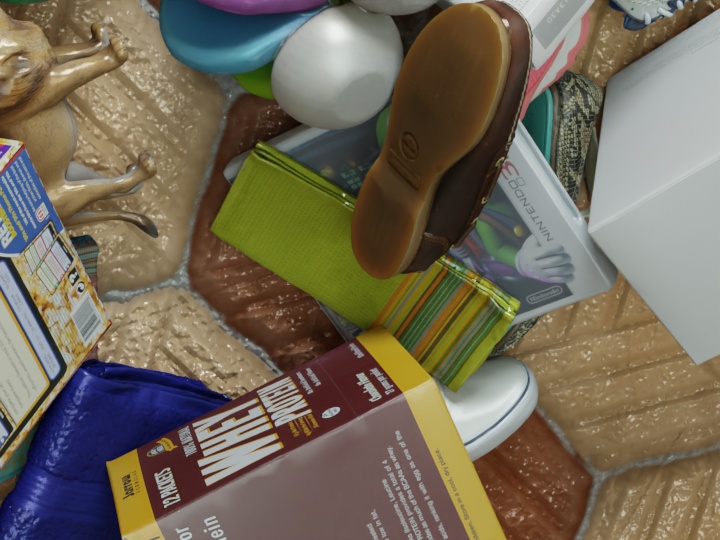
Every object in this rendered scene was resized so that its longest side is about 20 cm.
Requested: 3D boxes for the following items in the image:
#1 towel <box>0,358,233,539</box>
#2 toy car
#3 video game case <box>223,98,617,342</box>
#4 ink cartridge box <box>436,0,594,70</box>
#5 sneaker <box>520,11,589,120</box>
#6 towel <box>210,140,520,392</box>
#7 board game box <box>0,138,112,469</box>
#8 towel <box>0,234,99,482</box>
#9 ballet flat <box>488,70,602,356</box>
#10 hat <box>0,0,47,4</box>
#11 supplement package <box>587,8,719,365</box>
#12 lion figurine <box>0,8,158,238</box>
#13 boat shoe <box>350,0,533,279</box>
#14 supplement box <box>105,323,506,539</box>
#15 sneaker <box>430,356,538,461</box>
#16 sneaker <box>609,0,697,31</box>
[{"bbox_3d":[-0.179,0.155,1.056,0.147,0.049,0.201,20,99,-49],"label":"towel"},{"bbox_3d":[-0.047,-0.188,0.919,0.150,0.175,0.200,-3,136,-41],"label":"toy car"},{"bbox_3d":[0.036,-0.031,1.030,0.200,0.023,0.182,-22,113,34],"label":"video game case"},{"bbox_3d":[0.083,-0.234,0.975,0.161,0.200,0.050,-51,142,1],"label":"ink cartridge box"},{"bbox_3d":[0.068,-0.100,1.024,0.074,0.087,0.201,33,110,24],"label":"sneaker"},{"bbox_3d":[0.000,0.000,1.037,0.200,0.018,0.086,32,126,0],"label":"towel"},{"bbox_3d":[-0.235,0.045,0.909,0.200,0.046,0.152,-56,143,-35],"label":"board game box"},{"bbox_3d":[-0.231,0.066,0.990,0.022,0.200,0.147,12,109,31],"label":"towel"},{"bbox_3d":[0.130,-0.036,1.091,0.075,0.068,0.201,3,104,-34],"label":"ballet flat"},{"bbox_3d":[-0.148,-0.249,0.990,0.199,0.176,0.166,5,100,30],"label":"hat"},{"bbox_3d":[0.229,-0.062,1.013,0.120,0.200,0.121,-31,112,28],"label":"supplement package"},{"bbox_3d":[-0.196,-0.081,0.971,0.122,0.072,0.201,-24,126,-17],"label":"lion figurine"},{"bbox_3d":[0.054,-0.078,0.934,0.070,0.070,0.200,-17,149,-36],"label":"boat shoe"},{"bbox_3d":[-0.022,0.175,0.991,0.199,0.133,0.198,-27,107,-6],"label":"supplement box"},{"bbox_3d":[0.022,0.098,1.082,0.199,0.073,0.071,-21,134,0],"label":"sneaker"},{"bbox_3d":[0.199,-0.203,1.058,0.199,0.077,0.086,3,115,-5],"label":"sneaker"}]
